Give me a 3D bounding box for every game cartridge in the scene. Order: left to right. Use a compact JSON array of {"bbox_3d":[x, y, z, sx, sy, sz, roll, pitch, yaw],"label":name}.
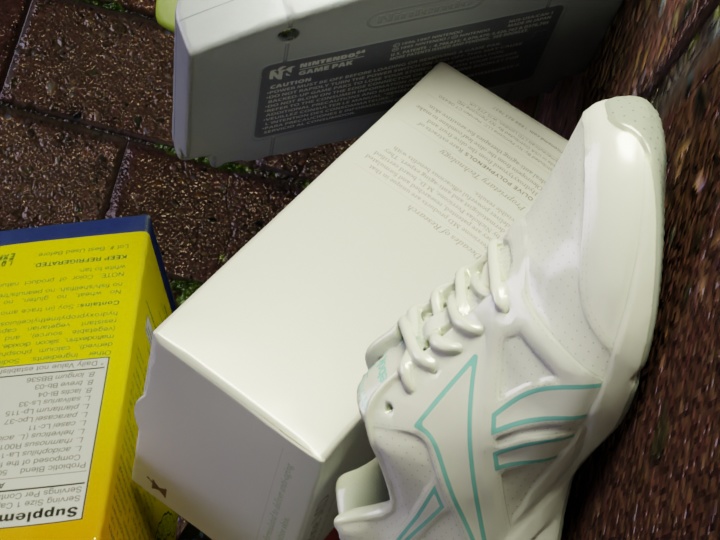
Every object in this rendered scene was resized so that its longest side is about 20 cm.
[{"bbox_3d":[0.016,-0.103,0.665,0.133,0.198,0.041,117,138,-70],"label":"game cartridge"}]

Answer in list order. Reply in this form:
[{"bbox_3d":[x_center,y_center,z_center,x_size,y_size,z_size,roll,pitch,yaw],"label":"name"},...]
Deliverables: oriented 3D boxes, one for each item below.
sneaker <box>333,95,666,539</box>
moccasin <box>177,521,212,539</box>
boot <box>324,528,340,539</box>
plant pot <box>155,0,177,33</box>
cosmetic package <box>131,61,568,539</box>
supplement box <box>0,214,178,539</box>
[{"bbox_3d":[0.042,0.033,0.491,0.071,0.080,0.201,-75,2,-59],"label":"sneaker"},{"bbox_3d":[-0.035,0.060,0.713,0.080,0.068,0.200,-31,18,52],"label":"moccasin"},{"bbox_3d":[0.011,0.140,0.784,0.200,0.145,0.072,-44,31,-23],"label":"boot"},{"bbox_3d":[0.016,-0.210,0.944,0.181,0.198,0.201,35,117,41],"label":"plant pot"},{"bbox_3d":[0.001,0.018,0.636,0.200,0.085,0.108,-48,-15,-35],"label":"cosmetic package"},{"bbox_3d":[-0.143,0.083,0.684,0.201,0.108,0.110,-90,-8,-49],"label":"supplement box"}]
